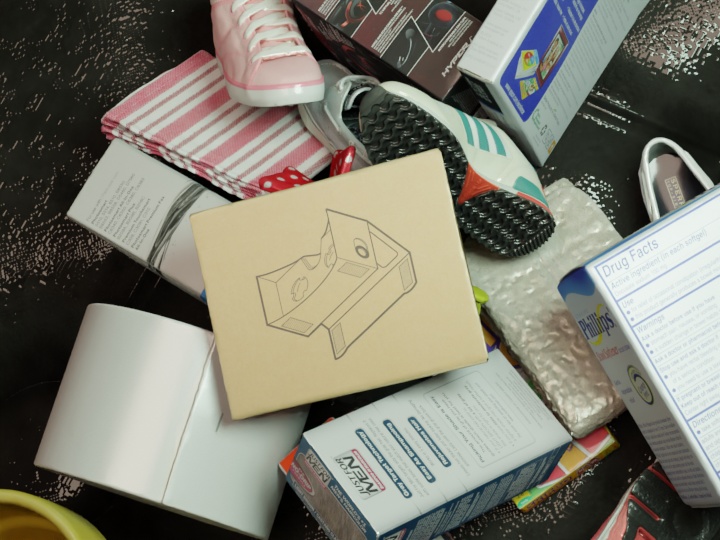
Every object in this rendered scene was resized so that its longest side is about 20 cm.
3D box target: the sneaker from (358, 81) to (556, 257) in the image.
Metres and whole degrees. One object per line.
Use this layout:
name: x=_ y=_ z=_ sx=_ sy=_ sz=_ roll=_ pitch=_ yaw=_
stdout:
sneaker: x=0.072 y=-0.094 z=1.363 sx=0.070 sy=0.200 sz=0.094 roll=-41 pitch=31 yaw=26

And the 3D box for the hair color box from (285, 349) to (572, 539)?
hair color box: x=0.053 y=0.143 z=1.313 sx=0.200 sy=0.061 sz=0.100 roll=-20 pitch=59 yaw=-35

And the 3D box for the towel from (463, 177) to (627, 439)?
towel: x=0.171 y=0.028 z=1.396 sx=0.132 sy=0.035 sz=0.200 roll=-31 pitch=65 yaw=-6

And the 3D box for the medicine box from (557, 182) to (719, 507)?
medicine box: x=0.278 y=0.044 z=1.275 sx=0.182 sy=0.103 sz=0.200 roll=-29 pitch=85 yaw=-10

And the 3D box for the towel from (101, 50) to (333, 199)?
towel: x=-0.111 y=-0.125 z=1.524 sx=0.200 sy=0.030 sz=0.146 roll=26 pitch=44 yaw=24

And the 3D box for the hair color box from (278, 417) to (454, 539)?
hair color box: x=0.031 y=0.216 z=1.363 sx=0.064 sy=0.111 sz=0.200 roll=-41 pitch=66 yaw=4

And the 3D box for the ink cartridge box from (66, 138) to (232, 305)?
ink cartridge box: x=-0.128 y=-0.018 z=1.471 sx=0.200 sy=0.146 sz=0.084 roll=30 pitch=87 yaw=24

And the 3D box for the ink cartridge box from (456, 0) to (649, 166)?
ink cartridge box: x=0.165 y=-0.204 z=1.395 sx=0.047 sy=0.198 sz=0.200 roll=29 pitch=84 yaw=24

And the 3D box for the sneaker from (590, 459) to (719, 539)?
sneaker: x=0.201 y=0.212 z=1.326 sx=0.074 sy=0.087 sz=0.200 roll=46 pitch=69 yaw=-3

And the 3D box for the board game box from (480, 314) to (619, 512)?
board game box: x=0.118 y=0.089 z=1.418 sx=0.095 sy=0.030 sz=0.200 roll=-36 pitch=63 yaw=7

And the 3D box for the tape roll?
tape roll: x=-0.149 y=0.123 z=1.406 sx=0.202 sy=0.203 sz=0.140 roll=13 pitch=78 yaw=23

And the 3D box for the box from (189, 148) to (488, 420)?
box: x=-0.018 y=0.011 z=1.298 sx=0.199 sy=0.021 sz=0.164 roll=-14 pitch=85 yaw=8

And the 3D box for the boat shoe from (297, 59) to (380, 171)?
boat shoe: x=0.004 y=-0.127 z=1.464 sx=0.070 sy=0.072 sz=0.201 roll=-9 pitch=46 yaw=-23

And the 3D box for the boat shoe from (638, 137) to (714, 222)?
boat shoe: x=0.269 y=-0.014 z=1.372 sx=0.073 sy=0.065 sz=0.200 roll=-29 pitch=67 yaw=9

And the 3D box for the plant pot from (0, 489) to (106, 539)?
plant pot: x=-0.259 y=0.292 z=1.401 sx=0.200 sy=0.189 sz=0.202 roll=-6 pitch=72 yaw=19

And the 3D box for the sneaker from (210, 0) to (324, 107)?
sneaker: x=-0.086 y=-0.208 z=1.485 sx=0.075 sy=0.105 sz=0.200 roll=-9 pitch=24 yaw=-16

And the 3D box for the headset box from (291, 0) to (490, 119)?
headset box: x=0.036 y=-0.193 z=1.464 sx=0.200 sy=0.149 sz=0.075 roll=37 pitch=87 yaw=26

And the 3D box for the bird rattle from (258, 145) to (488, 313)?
bird rattle: x=0.000 y=0.000 z=1.383 sx=0.113 sy=0.163 sz=0.200 roll=-41 pitch=74 yaw=-7
